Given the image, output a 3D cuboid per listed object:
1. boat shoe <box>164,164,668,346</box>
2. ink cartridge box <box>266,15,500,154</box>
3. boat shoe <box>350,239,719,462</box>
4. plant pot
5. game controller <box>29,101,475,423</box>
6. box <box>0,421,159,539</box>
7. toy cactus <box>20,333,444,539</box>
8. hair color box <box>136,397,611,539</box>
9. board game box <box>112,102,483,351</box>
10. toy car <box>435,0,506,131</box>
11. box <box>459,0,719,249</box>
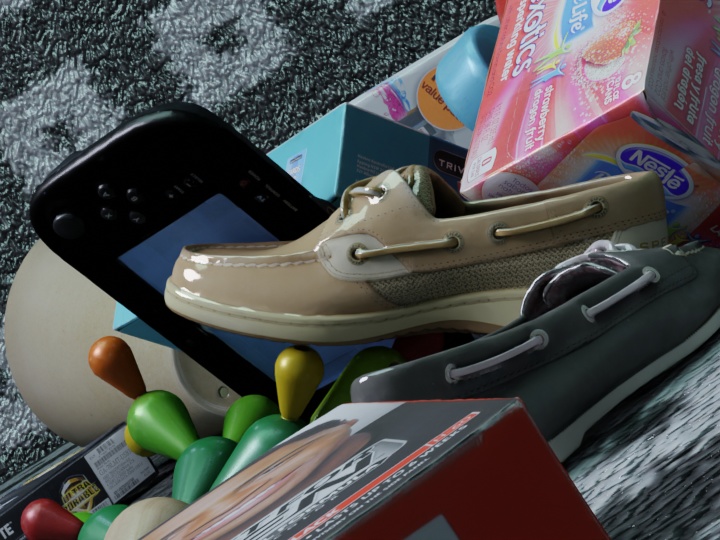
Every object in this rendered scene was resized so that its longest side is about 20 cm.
[{"bbox_3d":[0.020,-0.010,0.874,0.199,0.065,0.071,-1,11,13],"label":"boat shoe"},{"bbox_3d":[0.030,-0.042,1.400,0.200,0.146,0.145,-33,3,-8],"label":"ink cartridge box"},{"bbox_3d":[0.066,0.021,0.747,0.067,0.057,0.200,-30,3,40],"label":"boat shoe"},{"bbox_3d":[-0.127,0.044,1.571,0.187,0.188,0.200,-33,16,-22],"label":"plant pot"},{"bbox_3d":[-0.040,0.007,0.947,0.104,0.200,0.042,-24,39,40],"label":"game controller"},{"bbox_3d":[-0.260,0.193,1.515,0.200,0.050,0.198,-31,2,39],"label":"box"},{"bbox_3d":[-0.067,0.085,0.899,0.200,0.102,0.165,-19,19,28],"label":"toy cactus"},{"bbox_3d":[-0.012,0.080,0.505,0.101,0.061,0.200,-33,2,-11],"label":"hair color box"},{"bbox_3d":[0.000,0.000,1.042,0.151,0.047,0.200,19,-27,-28],"label":"board game box"},{"bbox_3d":[0.147,-0.079,1.130,0.184,0.177,0.200,-45,24,32],"label":"toy car"},{"bbox_3d":[0.124,-0.093,0.948,0.103,0.095,0.200,-30,31,38],"label":"box"}]
